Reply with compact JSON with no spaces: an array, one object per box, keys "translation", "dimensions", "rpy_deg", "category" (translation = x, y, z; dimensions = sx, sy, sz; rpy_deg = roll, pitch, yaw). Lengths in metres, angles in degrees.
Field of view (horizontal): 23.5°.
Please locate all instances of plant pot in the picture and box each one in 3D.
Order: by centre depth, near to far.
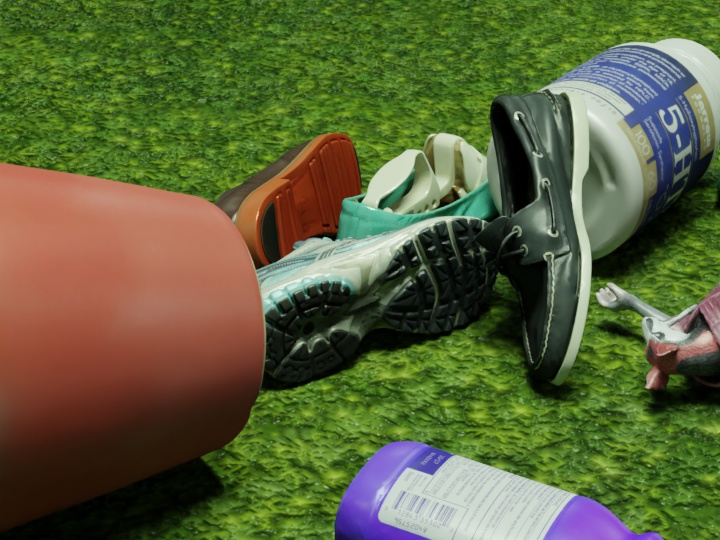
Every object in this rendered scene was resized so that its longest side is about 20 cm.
[{"translation":[-0.159,0.036,0.916],"dimensions":[0.176,0.202,0.200],"rpy_deg":[-5,27,-36],"category":"plant pot"}]

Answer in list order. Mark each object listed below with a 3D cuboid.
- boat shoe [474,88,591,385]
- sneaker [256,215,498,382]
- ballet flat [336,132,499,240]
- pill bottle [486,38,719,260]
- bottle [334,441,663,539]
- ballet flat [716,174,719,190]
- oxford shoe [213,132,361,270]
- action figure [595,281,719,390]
[{"translation":[0.104,-0.026,1.078],"dimensions":[0.065,0.075,0.201],"rpy_deg":[10,68,-12],"category":"boat shoe"},{"translation":[0.000,0.000,1.097],"dimensions":[0.199,0.078,0.086],"rpy_deg":[-16,30,-31],"category":"sneaker"},{"translation":[0.051,-0.056,1.206],"dimensions":[0.067,0.071,0.200],"rpy_deg":[19,32,28],"category":"ballet flat"},{"translation":[0.188,-0.096,1.238],"dimensions":[0.119,0.121,0.200],"rpy_deg":[20,34,29],"category":"pill bottle"},{"translation":[0.088,0.145,0.846],"dimensions":[0.198,0.066,0.084],"rpy_deg":[16,32,23],"category":"bottle"},{"translation":[0.319,-0.105,1.331],"dimensions":[0.070,0.071,0.200],"rpy_deg":[10,29,13],"category":"ballet flat"},{"translation":[-0.057,-0.049,1.192],"dimensions":[0.072,0.072,0.200],"rpy_deg":[-5,15,25],"category":"oxford shoe"},{"translation":[0.246,0.029,1.074],"dimensions":[0.199,0.134,0.149],"rpy_deg":[-34,86,-30],"category":"action figure"}]
